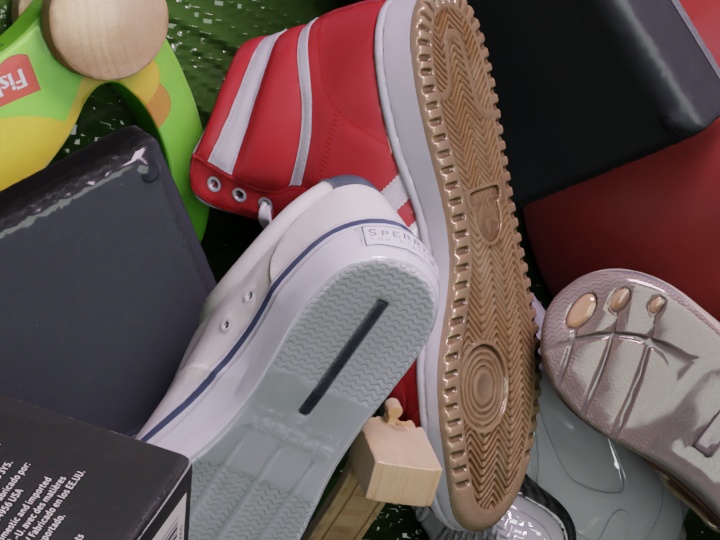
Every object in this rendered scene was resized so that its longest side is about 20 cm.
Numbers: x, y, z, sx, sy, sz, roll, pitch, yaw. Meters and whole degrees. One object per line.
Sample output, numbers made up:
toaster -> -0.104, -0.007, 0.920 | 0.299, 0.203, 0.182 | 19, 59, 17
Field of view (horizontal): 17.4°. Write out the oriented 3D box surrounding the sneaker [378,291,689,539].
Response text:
sneaker -> 0.071, 0.050, 0.969 | 0.115, 0.075, 0.201 | -11, 81, -35

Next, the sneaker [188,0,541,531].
sneaker -> 0.000, 0.000, 0.892 | 0.071, 0.112, 0.201 | -8, 92, -58

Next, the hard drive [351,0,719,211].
hard drive -> 0.042, -0.123, 0.902 | 0.033, 0.139, 0.200 | -37, 98, -33

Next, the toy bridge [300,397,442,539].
toy bridge -> -0.013, 0.136, 0.876 | 0.027, 0.067, 0.201 | 9, 113, -18

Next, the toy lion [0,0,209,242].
toy lion -> -0.145, -0.001, 0.899 | 0.199, 0.069, 0.192 | -26, 108, -17

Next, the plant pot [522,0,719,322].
plant pot -> 0.188, -0.035, 0.949 | 0.200, 0.177, 0.201 | -1, 94, -19

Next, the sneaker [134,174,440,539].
sneaker -> -0.042, 0.053, 0.844 | 0.073, 0.071, 0.200 | 31, 112, -27

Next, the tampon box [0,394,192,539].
tampon box -> -0.173, 0.122, 0.783 | 0.199, 0.126, 0.150 | 18, 128, 15

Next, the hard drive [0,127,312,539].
hard drive -> -0.104, 0.065, 0.882 | 0.139, 0.033, 0.201 | -29, 117, -17

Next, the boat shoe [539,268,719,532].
boat shoe -> 0.153, 0.069, 0.901 | 0.200, 0.072, 0.076 | 43, 93, -2
